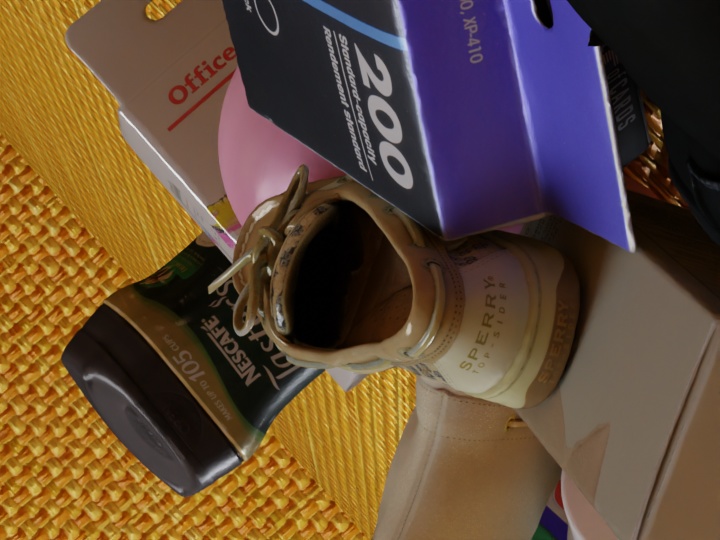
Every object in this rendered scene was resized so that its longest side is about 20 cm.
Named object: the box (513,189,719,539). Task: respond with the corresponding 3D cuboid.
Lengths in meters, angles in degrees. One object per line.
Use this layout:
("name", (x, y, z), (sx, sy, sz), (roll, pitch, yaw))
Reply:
("box", (0.111, 0.035, 0.931), (0.095, 0.078, 0.200), (18, -169, -14))

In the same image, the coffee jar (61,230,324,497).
("coffee jar", (-0.047, 0.015, 1.441), (0.104, 0.200, 0.085), (51, 171, -21))

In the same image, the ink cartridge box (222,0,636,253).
("ink cartridge box", (0.003, -0.114, 0.920), (0.200, 0.043, 0.199), (32, 142, 53))

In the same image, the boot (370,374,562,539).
("boot", (0.062, 0.088, 1.240), (0.072, 0.155, 0.200), (17, 180, 26))

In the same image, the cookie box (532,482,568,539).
("cookie box", (0.095, 0.171, 1.418), (0.171, 0.200, 0.075), (47, 170, 5))

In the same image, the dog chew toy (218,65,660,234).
("dog chew toy", (0.039, -0.028, 1.107), (0.200, 0.125, 0.125), (35, 166, 32))

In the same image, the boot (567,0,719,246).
("boot", (0.117, -0.047, 0.771), (0.198, 0.073, 0.163), (46, 173, 48))

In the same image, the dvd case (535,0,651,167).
("dvd case", (0.022, -0.134, 1.023), (0.200, 0.025, 0.150), (46, 171, 26))

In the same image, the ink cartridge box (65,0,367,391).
("ink cartridge box", (-0.028, -0.060, 1.295), (0.200, 0.116, 0.068), (49, 172, 4))

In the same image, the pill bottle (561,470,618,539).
("pill bottle", (0.151, 0.129, 1.236), (0.113, 0.113, 0.200), (43, 170, 32))

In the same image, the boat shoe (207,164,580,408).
("boat shoe", (0.000, 0.000, 0.992), (0.063, 0.074, 0.200), (12, 179, -29))
